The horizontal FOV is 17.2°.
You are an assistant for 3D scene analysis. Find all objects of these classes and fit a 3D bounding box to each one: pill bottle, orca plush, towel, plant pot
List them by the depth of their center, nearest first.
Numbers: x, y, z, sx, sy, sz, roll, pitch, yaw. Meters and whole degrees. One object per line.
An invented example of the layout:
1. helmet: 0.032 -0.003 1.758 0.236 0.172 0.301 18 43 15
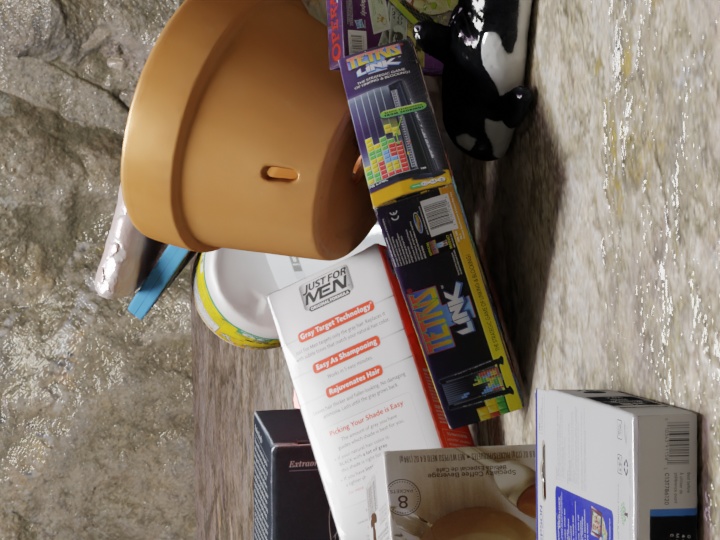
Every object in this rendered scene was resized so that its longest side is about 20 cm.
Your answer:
1. orca plush: 0.071 -0.149 1.528 0.200 0.071 0.106 105 161 -59
2. plant pot: -0.057 -0.093 1.666 0.200 0.140 0.201 -50 -27 -38
3. pill bottle: -0.078 0.006 1.915 0.200 0.112 0.113 148 120 -79
4. towel: -0.163 -0.085 1.941 0.191 0.032 0.201 -50 -24 -80

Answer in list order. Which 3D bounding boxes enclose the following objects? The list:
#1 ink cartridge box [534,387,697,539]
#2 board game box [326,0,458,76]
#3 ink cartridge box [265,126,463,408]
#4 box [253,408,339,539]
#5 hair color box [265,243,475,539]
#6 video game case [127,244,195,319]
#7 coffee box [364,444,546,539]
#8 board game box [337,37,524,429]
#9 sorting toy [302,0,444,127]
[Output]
1. ink cartridge box: 0.137 0.117 1.289 0.200 0.039 0.100 -167 76 -79
2. board game box: 0.031 -0.233 1.614 0.032 0.120 0.201 165 104 -64
3. ink cartridge box: 0.000 0.000 1.754 0.047 0.160 0.201 6 -98 -55
4. box: -0.002 0.210 1.787 0.107 0.148 0.201 -134 43 -75
5. hair color box: 0.014 0.094 1.674 0.061 0.101 0.201 15 -125 -61
6. video game case: -0.113 -0.060 1.951 0.143 0.018 0.200 -52 2 46
7. coffee box: 0.070 0.215 1.472 0.080 0.114 0.201 117 148 -70
8. board game box: 0.045 -0.024 1.558 0.166 0.056 0.201 -105 -4 -51
9. sorting toy: 0.019 -0.180 1.775 0.200 0.106 0.181 68 180 -64
